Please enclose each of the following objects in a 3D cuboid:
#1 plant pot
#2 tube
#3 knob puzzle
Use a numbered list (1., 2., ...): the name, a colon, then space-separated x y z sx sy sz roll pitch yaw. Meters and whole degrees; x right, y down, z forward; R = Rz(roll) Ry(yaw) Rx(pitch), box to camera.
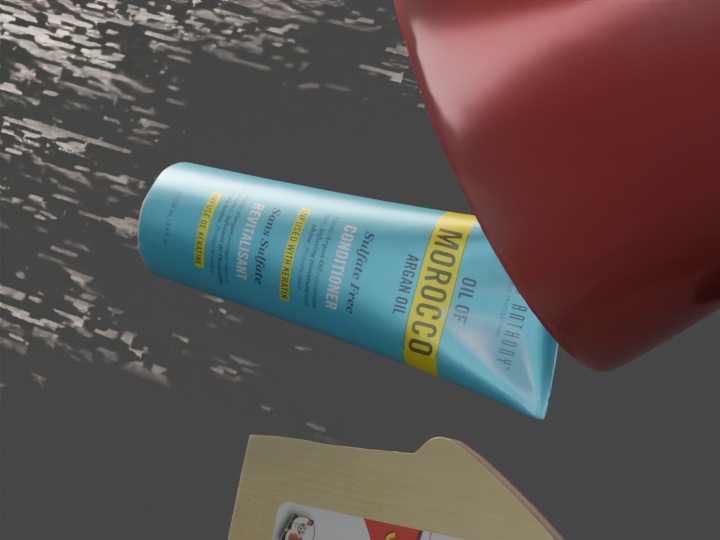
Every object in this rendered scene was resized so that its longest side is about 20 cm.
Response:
1. plant pot: 0.127 -0.088 0.879 0.177 0.200 0.201 -22 68 18
2. tube: 0.000 0.000 1.031 0.199 0.050 0.078 15 96 31
3. knob puzzle: 0.024 0.166 0.984 0.219 0.030 0.221 -9 75 33
